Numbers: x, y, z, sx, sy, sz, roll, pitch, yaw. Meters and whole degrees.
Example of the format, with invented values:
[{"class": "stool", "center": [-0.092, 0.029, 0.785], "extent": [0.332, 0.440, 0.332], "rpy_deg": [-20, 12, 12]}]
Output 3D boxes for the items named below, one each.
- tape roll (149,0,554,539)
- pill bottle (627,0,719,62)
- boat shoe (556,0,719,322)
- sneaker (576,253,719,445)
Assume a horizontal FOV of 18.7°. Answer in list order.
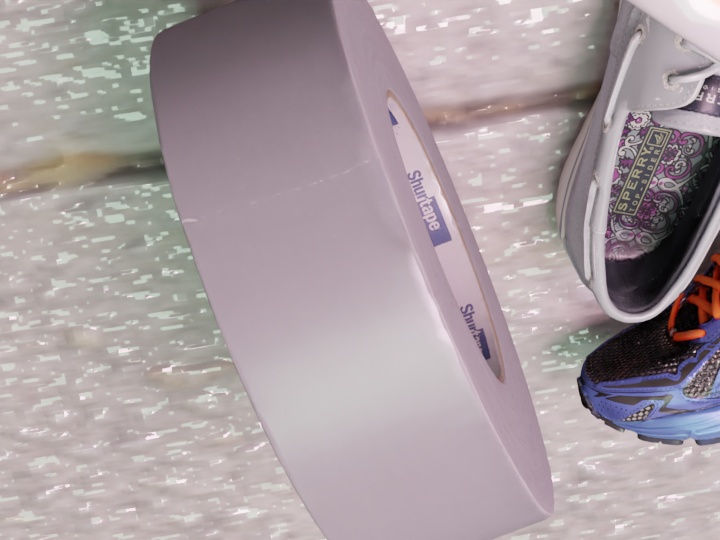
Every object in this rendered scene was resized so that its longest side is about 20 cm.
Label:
[{"class": "tape roll", "center": [0.000, 0.000, 0.736], "extent": [0.066, 0.201, 0.201], "rpy_deg": [-21, 128, 7]}, {"class": "pill bottle", "center": [0.144, -0.164, 0.670], "extent": [0.113, 0.113, 0.200], "rpy_deg": [29, 102, -27]}, {"class": "boat shoe", "center": [0.123, -0.068, 0.783], "extent": [0.070, 0.072, 0.201], "rpy_deg": [6, 125, -13]}, {"class": "sneaker", "center": [0.168, -0.005, 0.851], "extent": [0.200, 0.075, 0.079], "rpy_deg": [-33, 117, 6]}]
